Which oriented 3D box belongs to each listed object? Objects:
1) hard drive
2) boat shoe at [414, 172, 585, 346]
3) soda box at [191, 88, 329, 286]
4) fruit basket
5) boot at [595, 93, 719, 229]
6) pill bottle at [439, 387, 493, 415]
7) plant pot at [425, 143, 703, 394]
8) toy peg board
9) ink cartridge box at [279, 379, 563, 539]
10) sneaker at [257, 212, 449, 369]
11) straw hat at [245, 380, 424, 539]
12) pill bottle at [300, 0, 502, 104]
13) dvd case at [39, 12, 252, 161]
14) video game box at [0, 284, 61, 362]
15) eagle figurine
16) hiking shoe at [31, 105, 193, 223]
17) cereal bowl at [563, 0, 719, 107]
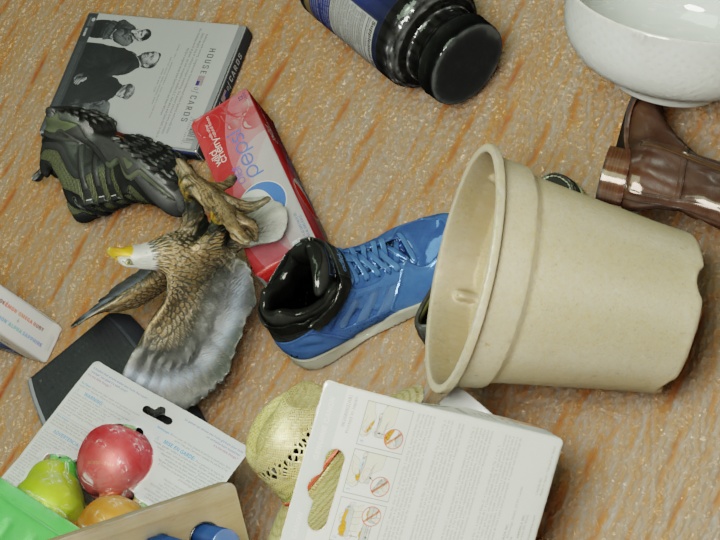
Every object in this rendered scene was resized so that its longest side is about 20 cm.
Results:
[{"bbox_3d":[-0.222,0.138,1.549,0.135,0.042,0.200,-39,55,1],"label":"hard drive"},{"bbox_3d":[0.121,-0.008,1.465,0.072,0.066,0.201,36,82,34],"label":"boat shoe"},{"bbox_3d":[-0.091,-0.072,1.597,0.070,0.063,0.200,-31,56,7],"label":"soda box"},{"bbox_3d":[-0.216,0.192,1.416,0.185,0.094,0.200,25,61,29],"label":"fruit basket"},{"bbox_3d":[0.308,-0.078,1.418,0.199,0.064,0.187,15,36,11],"label":"boot"},{"bbox_3d":[0.043,0.196,1.366,0.200,0.112,0.112,-48,56,-5],"label":"pill bottle"},{"bbox_3d":[0.165,0.016,1.348,0.183,0.201,0.201,12,65,-8],"label":"plant pot"},{"bbox_3d":[-0.149,0.289,1.303,0.098,0.199,0.200,-5,100,62],"label":"toy peg board"},{"bbox_3d":[0.039,0.179,1.281,0.050,0.199,0.163,-156,82,-74],"label":"ink cartridge box"},{"bbox_3d":[0.000,0.001,1.488,0.200,0.111,0.077,-33,56,5],"label":"sneaker"},{"bbox_3d":[-0.045,0.141,1.381,0.085,0.201,0.201,42,85,-7],"label":"straw hat"},{"bbox_3d":[0.038,-0.243,1.599,0.112,0.112,0.200,-45,56,-3],"label":"pill bottle"},{"bbox_3d":[-0.222,-0.192,1.742,0.199,0.025,0.151,9,68,27],"label":"dvd case"},{"bbox_3d":[-0.414,0.018,1.624,0.199,0.182,0.047,13,70,30],"label":"video game box"},{"bbox_3d":[-0.164,0.007,1.505,0.150,0.152,0.201,22,117,-3],"label":"eagle figurine"},{"bbox_3d":[-0.241,-0.087,1.674,0.200,0.076,0.101,31,112,30],"label":"hiking shoe"},{"bbox_3d":[0.268,-0.197,1.455,0.199,0.084,0.200,6,30,-4],"label":"cereal bowl"}]
